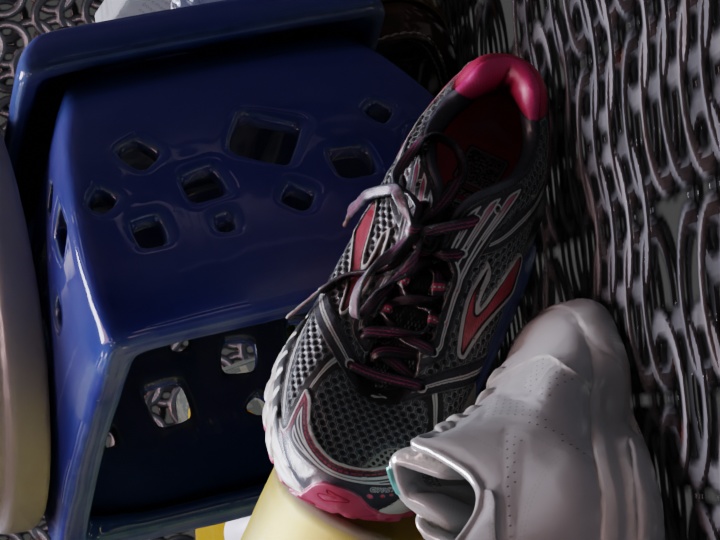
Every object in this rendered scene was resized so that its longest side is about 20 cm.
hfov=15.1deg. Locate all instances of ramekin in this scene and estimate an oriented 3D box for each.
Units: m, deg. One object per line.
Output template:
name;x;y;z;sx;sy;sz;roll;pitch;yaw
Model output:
ramekin;-0.205;0.023;1.220;0.202;0.094;0.203;173;90;-74

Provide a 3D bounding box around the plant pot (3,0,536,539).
plant pot;-0.060;-0.010;1.216;0.200;0.200;0.180;108;144;-55

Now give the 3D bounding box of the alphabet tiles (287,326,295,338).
alphabet tiles;-0.001;0.083;1.501;0.167;0.006;0.200;50;-174;-17

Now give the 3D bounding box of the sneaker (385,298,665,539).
sneaker;0.053;0.064;0.957;0.200;0.088;0.075;-96;2;-72

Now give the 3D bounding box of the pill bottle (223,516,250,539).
pill bottle;0.001;0.162;1.322;0.109;0.109;0.200;128;125;-82

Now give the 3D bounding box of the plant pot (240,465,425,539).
plant pot;0.011;0.173;1.066;0.201;0.200;0.189;-109;31;-69

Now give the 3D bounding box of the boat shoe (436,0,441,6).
boat shoe;0.002;-0.212;1.339;0.074;0.068;0.200;160;104;-84

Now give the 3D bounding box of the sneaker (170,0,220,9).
sneaker;-0.078;-0.131;1.360;0.070;0.108;0.200;-53;5;-38

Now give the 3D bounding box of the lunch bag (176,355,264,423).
lunch bag;-0.037;0.145;1.827;0.200;0.139;0.168;107;141;-78

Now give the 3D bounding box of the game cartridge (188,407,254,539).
game cartridge;-0.014;0.175;1.484;0.200;0.032;0.177;36;146;29

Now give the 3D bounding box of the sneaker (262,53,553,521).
sneaker;0.019;0.003;1.033;0.075;0.080;0.200;102;-172;-59

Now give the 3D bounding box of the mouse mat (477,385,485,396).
mouse mat;0.037;0.083;1.332;0.200;0.008;0.161;-124;23;-47

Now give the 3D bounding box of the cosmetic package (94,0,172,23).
cosmetic package;-0.062;-0.191;1.478;0.200;0.074;0.102;-52;14;8

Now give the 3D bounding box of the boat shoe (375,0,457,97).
boat shoe;0.018;-0.069;1.338;0.200;0.070;0.070;79;178;-67
